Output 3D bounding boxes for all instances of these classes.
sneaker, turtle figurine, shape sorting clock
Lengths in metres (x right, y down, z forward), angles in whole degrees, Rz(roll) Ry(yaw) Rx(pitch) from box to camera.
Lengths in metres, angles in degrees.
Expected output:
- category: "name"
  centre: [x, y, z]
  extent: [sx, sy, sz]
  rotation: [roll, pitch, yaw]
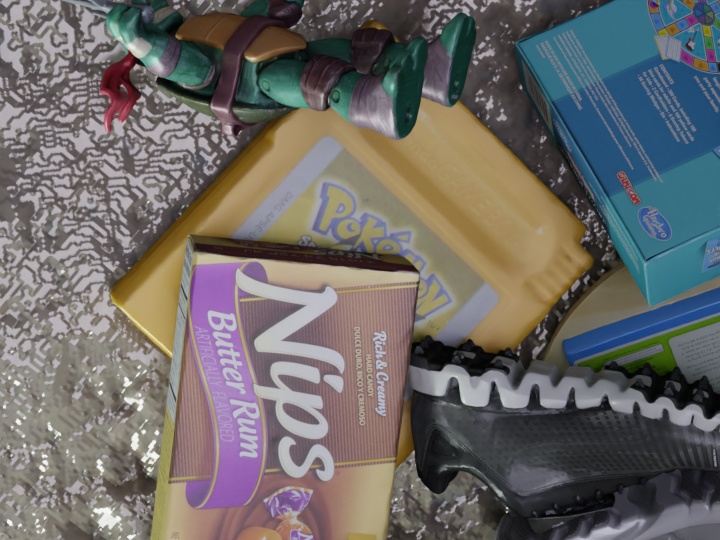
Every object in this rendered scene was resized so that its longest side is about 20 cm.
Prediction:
- category: "sneaker"
  centre: [0.175, 0.136, 1.197]
  extent: [0.200, 0.075, 0.082]
  rotation: [-16, 121, 19]
- category: "turtle figurine"
  centre: [-0.053, -0.117, 1.134]
  extent: [0.200, 0.150, 0.101]
  rotation: [16, 132, 19]
- category: "sneaker"
  centre: [0.116, 0.092, 1.167]
  extent: [0.200, 0.066, 0.091]
  rotation: [8, 101, 12]
- category: "shape sorting clock"
  centre: [0.193, 0.069, 1.219]
  extent: [0.200, 0.039, 0.200]
  rotation: [1, 112, 1]

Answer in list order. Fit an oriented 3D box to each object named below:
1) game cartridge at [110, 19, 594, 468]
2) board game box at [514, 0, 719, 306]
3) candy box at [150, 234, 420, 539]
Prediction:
- category: "game cartridge"
  centre: [0.000, 0.000, 1.199]
  extent: [0.176, 0.032, 0.200]
  rotation: [43, 93, -13]
- category: "board game box"
  centre: [0.201, -0.089, 1.160]
  extent: [0.200, 0.047, 0.151]
  rotation: [-24, 59, -4]
- category: "candy box"
  centre: [-0.041, 0.088, 1.166]
  extent: [0.117, 0.056, 0.200]
  rotation: [6, 100, -10]
